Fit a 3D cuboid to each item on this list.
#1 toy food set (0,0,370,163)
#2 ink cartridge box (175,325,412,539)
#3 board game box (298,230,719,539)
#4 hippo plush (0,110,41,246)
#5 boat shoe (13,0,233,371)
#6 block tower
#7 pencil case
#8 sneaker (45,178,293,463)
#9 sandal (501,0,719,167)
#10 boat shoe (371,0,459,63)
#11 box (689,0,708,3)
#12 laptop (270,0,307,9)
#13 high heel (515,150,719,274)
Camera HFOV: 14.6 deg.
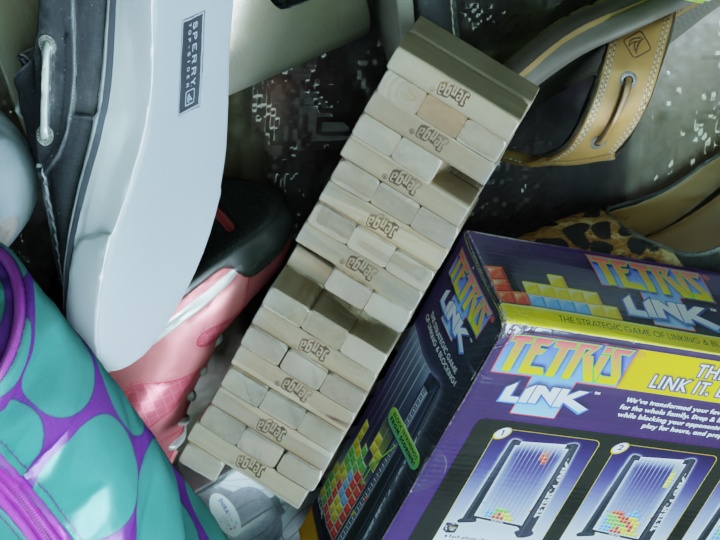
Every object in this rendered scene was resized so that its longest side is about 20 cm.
[{"bbox_3d":[-0.088,-0.147,1.056,0.143,0.060,0.201,-23,121,-10],"label":"toy food set"},{"bbox_3d":[0.032,0.075,1.176,0.199,0.039,0.100,-31,114,-3],"label":"ink cartridge box"},{"bbox_3d":[0.098,0.075,1.117,0.199,0.057,0.166,10,126,-28],"label":"board game box"},{"bbox_3d":[-0.203,-0.023,1.008,0.200,0.159,0.161,-44,114,3],"label":"hippo plush"},{"bbox_3d":[-0.093,-0.064,1.021,0.072,0.067,0.201,-30,133,-52],"label":"boat shoe"},{"bbox_3d":[0.000,0.000,1.071,0.058,0.054,0.201,31,119,1],"label":"block tower"},{"bbox_3d":[-0.113,0.078,1.019,0.085,0.093,0.200,-24,137,7],"label":"pencil case"},{"bbox_3d":[-0.096,0.044,1.123,0.200,0.074,0.087,-41,129,6],"label":"sneaker"},{"bbox_3d":[0.101,-0.077,1.112,0.199,0.082,0.055,-31,85,-10],"label":"sandal"},{"bbox_3d":[0.032,-0.156,1.070,0.062,0.073,0.201,-8,107,-9],"label":"boat shoe"},{"bbox_3d":[0.118,-0.212,1.044,0.047,0.122,0.201,9,107,-16],"label":"box"},{"bbox_3d":[0.024,-0.216,0.980,0.199,0.103,0.178,-20,106,36],"label":"laptop"},{"bbox_3d":[0.148,-0.049,1.137,0.199,0.071,0.143,0,117,-33],"label":"high heel"}]
